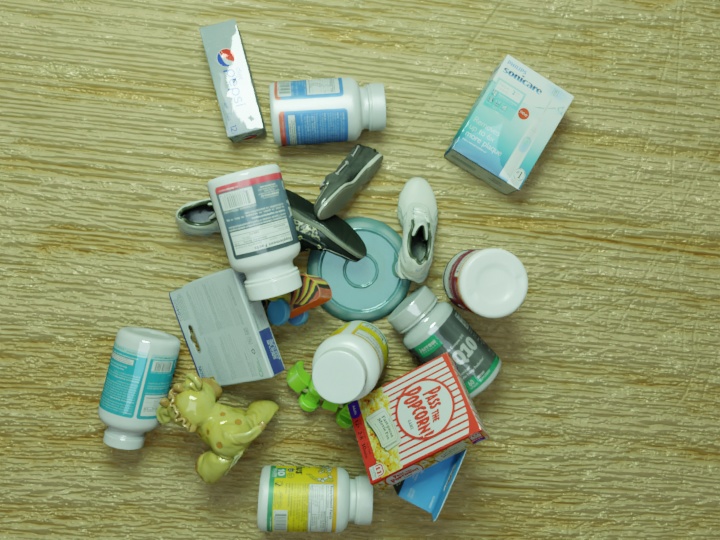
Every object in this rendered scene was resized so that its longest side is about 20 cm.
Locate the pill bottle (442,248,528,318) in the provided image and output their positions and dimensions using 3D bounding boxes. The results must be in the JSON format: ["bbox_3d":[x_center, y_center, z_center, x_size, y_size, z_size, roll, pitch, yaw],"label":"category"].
[{"bbox_3d":[0.208,0.019,1.104,0.114,0.200,0.114,0,91,-3],"label":"pill bottle"}]

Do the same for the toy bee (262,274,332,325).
[{"bbox_3d":[-0.149,0.053,1.129,0.200,0.131,0.109,-29,68,8],"label":"toy bee"}]

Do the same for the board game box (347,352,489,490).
[{"bbox_3d":[0.090,0.249,1.046,0.200,0.046,0.152,-30,49,10],"label":"board game box"}]

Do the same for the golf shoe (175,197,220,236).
[{"bbox_3d":[-0.230,-0.100,1.125,0.200,0.097,0.078,-11,90,-5],"label":"golf shoe"}]

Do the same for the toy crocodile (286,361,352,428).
[{"bbox_3d":[-0.045,0.235,1.165,0.200,0.062,0.068,26,129,-6],"label":"toy crocodile"}]

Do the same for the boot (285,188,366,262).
[{"bbox_3d":[-0.107,-0.041,1.133,0.203,0.074,0.154,31,118,-14],"label":"boot"}]

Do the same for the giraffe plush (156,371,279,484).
[{"bbox_3d":[-0.259,0.254,1.081,0.162,0.200,0.173,42,87,1],"label":"giraffe plush"}]

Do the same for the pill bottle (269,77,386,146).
[{"bbox_3d":[-0.058,-0.284,1.124,0.200,0.112,0.112,-4,91,-4],"label":"pill bottle"}]

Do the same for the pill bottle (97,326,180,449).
[{"bbox_3d":[-0.394,0.207,1.112,0.111,0.111,0.200,15,90,-4],"label":"pill bottle"}]

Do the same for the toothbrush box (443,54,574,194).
[{"bbox_3d":[0.270,-0.264,1.161,0.146,0.085,0.200,32,88,-4],"label":"toothbrush box"}]

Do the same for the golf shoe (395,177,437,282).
[{"bbox_3d":[0.109,-0.082,1.130,0.078,0.097,0.200,4,74,-6],"label":"golf shoe"}]

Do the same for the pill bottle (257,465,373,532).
[{"bbox_3d":[-0.080,0.411,1.137,0.200,0.113,0.113,3,91,-4],"label":"pill bottle"}]

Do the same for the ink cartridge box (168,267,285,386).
[{"bbox_3d":[-0.240,0.104,1.119,0.200,0.041,0.200,-16,95,39],"label":"ink cartridge box"}]

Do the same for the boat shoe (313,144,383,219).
[{"bbox_3d":[-0.034,-0.160,1.122,0.057,0.067,0.200,33,52,12],"label":"boat shoe"}]

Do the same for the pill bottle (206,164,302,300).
[{"bbox_3d":[-0.163,-0.060,1.014,0.119,0.120,0.200,-15,98,-3],"label":"pill bottle"}]

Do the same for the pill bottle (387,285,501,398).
[{"bbox_3d":[0.150,0.130,1.146,0.113,0.113,0.200,-44,93,-2],"label":"pill bottle"}]

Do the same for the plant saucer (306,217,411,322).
[{"bbox_3d":[0.000,0.000,1.177,0.200,0.027,0.200,0,92,-4],"label":"plant saucer"}]

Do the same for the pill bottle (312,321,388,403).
[{"bbox_3d":[-0.018,0.156,1.076,0.113,0.200,0.113,1,95,9],"label":"pill bottle"}]

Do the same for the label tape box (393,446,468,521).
[{"bbox_3d":[0.112,0.324,1.103,0.066,0.200,0.143,23,89,-5],"label":"label tape box"}]

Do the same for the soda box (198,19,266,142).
[{"bbox_3d":[-0.227,-0.337,1.135,0.068,0.063,0.200,-15,92,-2],"label":"soda box"}]
